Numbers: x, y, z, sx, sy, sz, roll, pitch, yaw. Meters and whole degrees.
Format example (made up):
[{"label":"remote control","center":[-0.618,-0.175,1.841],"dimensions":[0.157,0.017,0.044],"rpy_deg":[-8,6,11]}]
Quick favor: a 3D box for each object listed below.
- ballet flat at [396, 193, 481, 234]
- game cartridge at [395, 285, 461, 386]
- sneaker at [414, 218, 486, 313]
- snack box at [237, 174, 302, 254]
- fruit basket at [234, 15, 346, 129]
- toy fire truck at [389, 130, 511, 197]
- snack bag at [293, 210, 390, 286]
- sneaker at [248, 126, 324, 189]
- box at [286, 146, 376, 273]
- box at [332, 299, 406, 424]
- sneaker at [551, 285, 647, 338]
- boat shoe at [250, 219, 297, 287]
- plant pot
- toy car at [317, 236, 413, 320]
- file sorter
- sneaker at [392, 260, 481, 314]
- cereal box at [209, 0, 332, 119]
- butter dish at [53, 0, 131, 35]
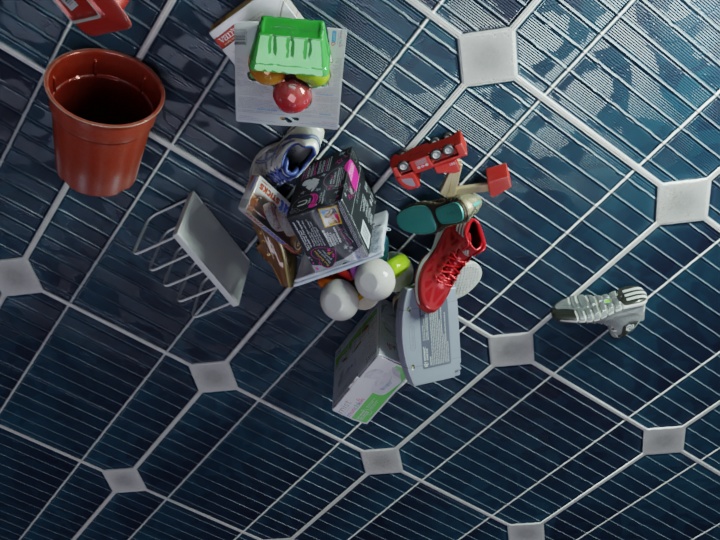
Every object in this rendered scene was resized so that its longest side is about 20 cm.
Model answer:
[{"label":"ballet flat","center":[0.157,-0.111,1.641],"dimensions":[0.199,0.075,0.068],"rpy_deg":[-9,104,53]},{"label":"game cartridge","center":[0.135,0.125,1.716],"dimensions":[0.132,0.041,0.202],"rpy_deg":[-8,101,-19]},{"label":"sneaker","center":[0.172,-0.015,1.638],"dimensions":[0.078,0.202,0.115],"rpy_deg":[20,171,-20]},{"label":"snack box","center":[-0.160,-0.104,1.632],"dimensions":[0.024,0.073,0.200],"rpy_deg":[10,162,31]},{"label":"fruit basket","center":[-0.121,-0.330,1.447],"dimensions":[0.183,0.094,0.201],"rpy_deg":[4,142,-3]},{"label":"toy fire truck","center":[0.169,-0.185,1.608],"dimensions":[0.198,0.049,0.142],"rpy_deg":[-18,127,18]},{"label":"snack bag","center":[-0.032,-0.050,1.637],"dimensions":[0.187,0.201,0.022],"rpy_deg":[-19,115,16]},{"label":"sneaker","center":[-0.147,-0.198,1.592],"dimensions":[0.075,0.089,0.200],"rpy_deg":[32,125,-23]},{"label":"box","center":[-0.050,-0.112,1.578],"dimensions":[0.114,0.201,0.133],"rpy_deg":[-16,122,17]},{"label":"box","center":[0.025,0.194,1.840],"dimensions":[0.096,0.177,0.200],"rpy_deg":[24,126,-19]},{"label":"sneaker","center":[0.508,0.107,1.810],"dimensions":[0.198,0.075,0.116],"rpy_deg":[-10,130,10]},{"label":"boat shoe","center":[-0.175,-0.055,1.725],"dimensions":[0.067,0.072,0.202],"rpy_deg":[-5,122,14]},{"label":"plant pot","center":[-0.460,-0.250,1.513],"dimensions":[0.199,0.202,0.196],"rpy_deg":[16,137,-10]},{"label":"toy car","center":[0.000,0.000,1.719],"dimensions":[0.199,0.175,0.151],"rpy_deg":[-30,85,25]},{"label":"file sorter","center":[-0.335,-0.024,1.712],"dimensions":[0.124,0.139,0.201],"rpy_deg":[-22,125,23]},{"label":"sneaker","center":[0.152,0.031,1.774],"dimensions":[0.199,0.079,0.079],"rpy_deg":[-30,122,-6]},{"label":"cereal box","center":[-0.144,-0.377,1.477],"dimensions":[0.143,0.040,0.200],"rpy_deg":[-29,122,22]},{"label":"butter dish","center":[-0.423,-0.490,1.344],"dimensions":[0.199,0.148,0.200],"rpy_deg":[12,147,50]}]
